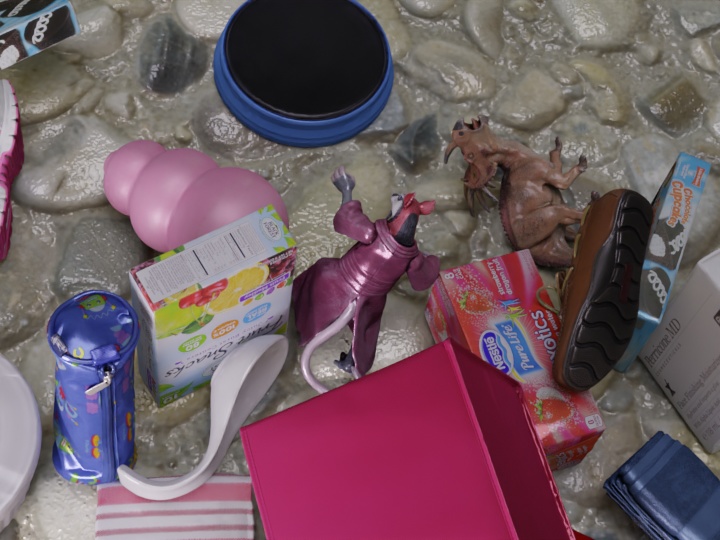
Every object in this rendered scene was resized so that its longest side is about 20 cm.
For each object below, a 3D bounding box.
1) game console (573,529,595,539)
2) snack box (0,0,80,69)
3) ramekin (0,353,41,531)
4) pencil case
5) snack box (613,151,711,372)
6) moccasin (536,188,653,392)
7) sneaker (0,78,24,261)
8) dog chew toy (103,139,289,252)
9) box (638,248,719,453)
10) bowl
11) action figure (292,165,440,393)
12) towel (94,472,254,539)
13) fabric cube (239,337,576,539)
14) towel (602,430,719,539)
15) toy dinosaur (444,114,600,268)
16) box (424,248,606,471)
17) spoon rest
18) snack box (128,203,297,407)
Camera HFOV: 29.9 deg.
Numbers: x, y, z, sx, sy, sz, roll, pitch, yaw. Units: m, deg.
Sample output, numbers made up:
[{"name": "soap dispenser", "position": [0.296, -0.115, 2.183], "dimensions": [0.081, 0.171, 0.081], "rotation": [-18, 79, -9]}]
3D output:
[{"name": "game console", "position": [0.219, 0.350, 1.211], "dimensions": [0.199, 0.119, 0.172], "rotation": [25, 30, 5]}, {"name": "snack box", "position": [-0.401, -0.230, 1.387], "dimensions": [0.200, 0.037, 0.116], "rotation": [-31, 32, -21]}, {"name": "ramekin", "position": [-0.381, 0.164, 1.186], "dimensions": [0.201, 0.094, 0.203], "rotation": [4, 61, -7]}, {"name": "pencil case", "position": [-0.231, 0.109, 1.173], "dimensions": [0.078, 0.201, 0.087], "rotation": [-10, 49, -20]}, {"name": "snack box", "position": [0.295, -0.008, 1.357], "dimensions": [0.037, 0.116, 0.201], "rotation": [23, 61, 5]}, {"name": "moccasin", "position": [0.214, 0.018, 1.257], "dimensions": [0.073, 0.078, 0.202], "rotation": [24, 68, -29]}, {"name": "sneaker", "position": [-0.386, -0.107, 1.338], "dimensions": [0.088, 0.081, 0.201], "rotation": [5, 61, -7]}, {"name": "dog chew toy", "position": [-0.170, -0.062, 1.326], "dimensions": [0.199, 0.125, 0.125], "rotation": [30, 62, 17]}, {"name": "box", "position": [0.403, 0.047, 1.294], "dimensions": [0.199, 0.199, 0.131], "rotation": [-26, 67, -19]}, {"name": "bowl", "position": [-0.061, -0.229, 1.472], "dimensions": [0.199, 0.039, 0.202], "rotation": [3, 61, -6]}, {"name": "action figure", "position": [0.000, 0.000, 1.264], "dimensions": [0.134, 0.200, 0.149], "rotation": [31, 37, -7]}, {"name": "towel", "position": [-0.164, 0.277, 1.195], "dimensions": [0.146, 0.030, 0.201], "rotation": [0, 59, -8]}, {"name": "fabric cube", "position": [0.049, 0.199, 1.124], "dimensions": [0.199, 0.200, 0.197], "rotation": [-26, 65, 15]}, {"name": "towel", "position": [0.325, 0.244, 1.254], "dimensions": [0.200, 0.049, 0.111], "rotation": [44, 40, 16]}, {"name": "toy dinosaur", "position": [0.171, -0.067, 1.397], "dimensions": [0.135, 0.086, 0.201], "rotation": [-19, 82, -6]}, {"name": "box", "position": [0.144, 0.094, 1.293], "dimensions": [0.099, 0.096, 0.201], "rotation": [-14, 65, -14]}, {"name": "spoon rest", "position": [-0.131, 0.137, 1.234], "dimensions": [0.061, 0.099, 0.200], "rotation": [39, 67, 16]}, {"name": "snack box", "position": [-0.134, 0.036, 1.227], "dimensions": [0.142, 0.200, 0.053], "rotation": [-25, 67, -20]}]
